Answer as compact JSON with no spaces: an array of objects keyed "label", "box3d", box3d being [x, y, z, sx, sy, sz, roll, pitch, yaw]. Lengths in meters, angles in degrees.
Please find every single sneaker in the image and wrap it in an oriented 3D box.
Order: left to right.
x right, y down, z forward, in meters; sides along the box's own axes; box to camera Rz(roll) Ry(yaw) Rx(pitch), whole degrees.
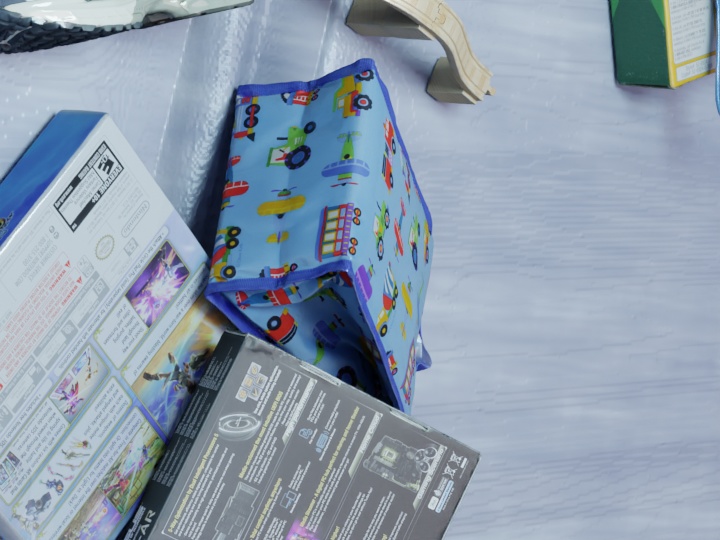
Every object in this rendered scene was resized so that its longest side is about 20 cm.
[{"label":"sneaker","box3d":[-0.145,-0.169,1.565,0.200,0.078,0.086,-19,97,-51]}]

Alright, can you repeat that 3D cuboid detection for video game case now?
[{"label":"video game case","box3d":[-0.161,0.045,1.584,0.200,0.045,0.181,-54,130,-27]}]

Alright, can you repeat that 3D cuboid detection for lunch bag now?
[{"label":"lunch bag","box3d":[0.000,0.000,1.700,0.200,0.094,0.151,54,34,-46]}]

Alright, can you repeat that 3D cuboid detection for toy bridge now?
[{"label":"toy bridge","box3d":[0.023,-0.153,1.736,0.200,0.067,0.027,35,71,-43]}]

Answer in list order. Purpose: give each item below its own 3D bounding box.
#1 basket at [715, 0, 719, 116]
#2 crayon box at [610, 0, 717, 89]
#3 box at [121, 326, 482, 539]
[{"label":"basket","box3d":[0.304,-0.199,1.876,0.139,0.176,0.200,10,77,-51]},{"label":"crayon box","box3d":[0.220,-0.234,1.946,0.126,0.052,0.200,-21,111,-44]},{"label":"box","box3d":[-0.045,0.156,1.611,0.160,0.044,0.200,27,84,-19]}]
